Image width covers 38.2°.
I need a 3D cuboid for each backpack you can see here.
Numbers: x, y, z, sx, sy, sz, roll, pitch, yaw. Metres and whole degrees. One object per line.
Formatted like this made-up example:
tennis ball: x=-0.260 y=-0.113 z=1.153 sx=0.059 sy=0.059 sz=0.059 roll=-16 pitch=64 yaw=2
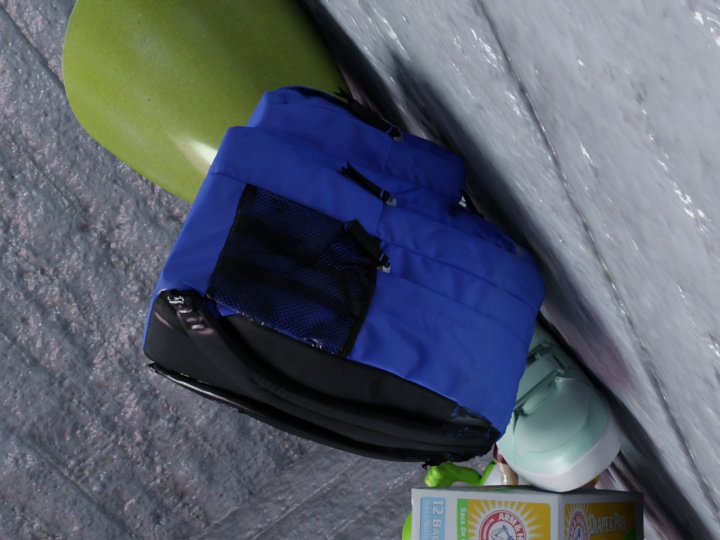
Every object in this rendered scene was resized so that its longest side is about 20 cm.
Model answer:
backpack: x=0.001 y=0.009 z=0.566 sx=0.197 sy=0.170 sz=0.163 roll=25 pitch=164 yaw=-6

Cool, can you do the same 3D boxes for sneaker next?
sneaker: x=0.085 y=0.052 z=0.662 sx=0.119 sy=0.073 sz=0.201 roll=50 pitch=-177 yaw=-26

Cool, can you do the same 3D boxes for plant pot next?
plant pot: x=-0.083 y=-0.114 z=0.726 sx=0.200 sy=0.187 sz=0.188 roll=43 pitch=173 yaw=39

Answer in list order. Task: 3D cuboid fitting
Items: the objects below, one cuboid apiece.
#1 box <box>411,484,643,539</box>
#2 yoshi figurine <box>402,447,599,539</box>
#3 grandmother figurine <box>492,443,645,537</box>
box: x=0.118 y=0.203 z=0.700 sx=0.199 sy=0.100 sz=0.115 roll=19 pitch=-109 yaw=-59
yoshi figurine: x=0.113 y=0.214 z=0.947 sx=0.111 sy=0.199 sz=0.113 roll=36 pitch=-158 yaw=-33
grandmother figurine: x=0.152 y=0.147 z=0.870 sx=0.060 sy=0.121 sz=0.203 roll=-7 pitch=-116 yaw=-45
